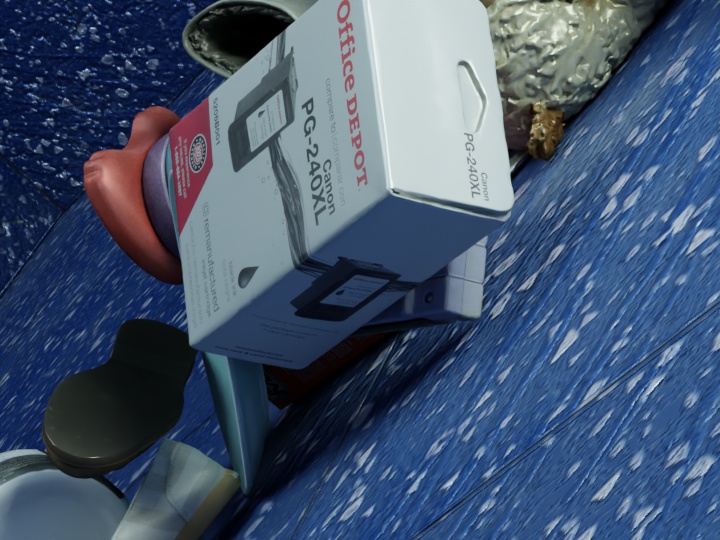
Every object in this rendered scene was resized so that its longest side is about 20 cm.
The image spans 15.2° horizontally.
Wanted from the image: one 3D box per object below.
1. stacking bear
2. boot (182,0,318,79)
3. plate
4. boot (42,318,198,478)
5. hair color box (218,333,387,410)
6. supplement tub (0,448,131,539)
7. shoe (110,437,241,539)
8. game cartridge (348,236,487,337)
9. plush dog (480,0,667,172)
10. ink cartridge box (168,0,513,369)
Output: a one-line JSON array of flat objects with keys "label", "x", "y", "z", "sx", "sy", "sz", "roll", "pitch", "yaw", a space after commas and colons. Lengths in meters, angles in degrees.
[{"label": "stacking bear", "x": -0.059, "y": -0.070, "z": 1.757, "sx": 0.200, "sy": 0.114, "sz": 0.121, "roll": -20, "pitch": 17, "yaw": 31}, {"label": "boot", "x": -0.045, "y": -0.156, "z": 1.796, "sx": 0.181, "sy": 0.073, "sz": 0.200, "roll": -8, "pitch": 10, "yaw": 42}, {"label": "plate", "x": -0.081, "y": 0.035, "z": 1.620, "sx": 0.025, "sy": 0.201, "sz": 0.200, "roll": -13, "pitch": 6, "yaw": -8}, {"label": "boot", "x": -0.148, "y": 0.097, "z": 1.645, "sx": 0.200, "sy": 0.073, "sz": 0.076, "roll": -54, "pitch": -16, "yaw": -70}, {"label": "hair color box", "x": 0.000, "y": 0.000, "z": 1.672, "sx": 0.200, "sy": 0.061, "sz": 0.102, "roll": -36, "pitch": 16, "yaw": 50}, {"label": "supplement tub", "x": -0.209, "y": 0.178, "z": 1.727, "sx": 0.123, "sy": 0.122, "sz": 0.200, "roll": -50, "pitch": 9, "yaw": -9}, {"label": "shoe", "x": -0.149, "y": 0.188, "z": 1.596, "sx": 0.200, "sy": 0.053, "sz": 0.070, "roll": -54, "pitch": 8, "yaw": -2}, {"label": "game cartridge", "x": 0.004, "y": -0.028, "z": 1.543, "sx": 0.200, "sy": 0.038, "sz": 0.130, "roll": -11, "pitch": 74, "yaw": 55}, {"label": "plush dog", "x": 0.071, "y": -0.161, "z": 1.647, "sx": 0.200, "sy": 0.172, "sz": 0.161, "roll": -40, "pitch": 13, "yaw": 37}, {"label": "ink cartridge box", "x": -0.015, "y": -0.055, "z": 1.474, "sx": 0.200, "sy": 0.083, "sz": 0.146, "roll": -37, "pitch": 51, "yaw": 45}]
